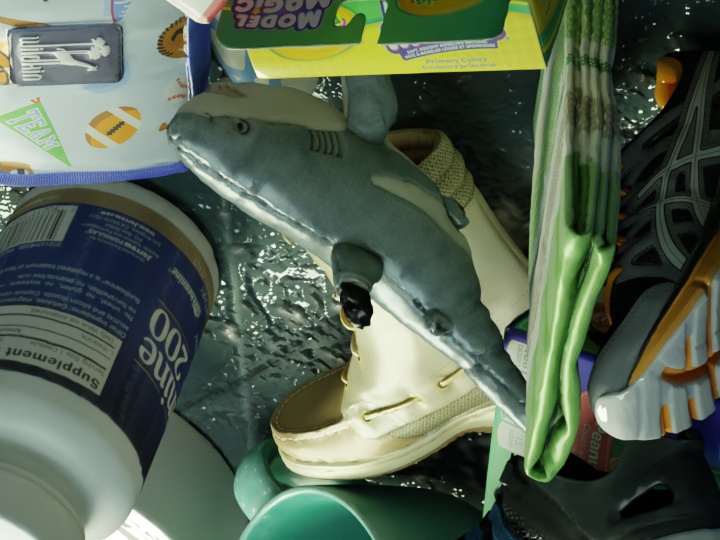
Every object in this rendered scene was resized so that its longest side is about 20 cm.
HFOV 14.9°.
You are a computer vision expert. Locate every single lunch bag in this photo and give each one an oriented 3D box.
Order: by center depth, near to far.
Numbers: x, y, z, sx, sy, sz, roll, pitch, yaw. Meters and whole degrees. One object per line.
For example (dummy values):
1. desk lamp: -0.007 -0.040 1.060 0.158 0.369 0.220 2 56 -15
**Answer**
1. lunch bag: -0.154 -0.132 1.139 0.199 0.124 0.170 22 143 15

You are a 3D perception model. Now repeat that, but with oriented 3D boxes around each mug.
1. mug: 0.016 0.169 1.386 0.114 0.186 0.152 5 167 -38

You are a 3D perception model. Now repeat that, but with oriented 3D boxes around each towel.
1. towel: 0.089 -0.036 1.115 0.030 0.201 0.150 4 138 0

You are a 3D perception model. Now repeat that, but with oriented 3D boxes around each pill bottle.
1. pill bottle: -0.145 0.060 1.301 0.110 0.201 0.111 11 138 10

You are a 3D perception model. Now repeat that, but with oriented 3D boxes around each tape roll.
1. tape roll: -0.164 0.141 1.494 0.201 0.071 0.203 10 137 9

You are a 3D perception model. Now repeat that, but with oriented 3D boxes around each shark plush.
1. shark plush: 0.000 0.000 1.153 0.091 0.083 0.201 -28 101 30

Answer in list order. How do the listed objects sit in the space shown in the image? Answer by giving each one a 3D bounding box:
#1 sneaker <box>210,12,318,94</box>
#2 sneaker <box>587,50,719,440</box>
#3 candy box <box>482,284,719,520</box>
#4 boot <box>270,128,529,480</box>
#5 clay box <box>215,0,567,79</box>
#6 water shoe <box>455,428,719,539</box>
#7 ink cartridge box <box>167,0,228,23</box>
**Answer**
1. sneaker: -0.034 -0.140 1.148 0.072 0.072 0.201 0 139 8
2. sneaker: 0.130 -0.014 1.128 0.077 0.200 0.079 17 142 18
3. candy box: 0.155 0.115 1.197 0.199 0.077 0.170 18 120 24
4. boot: 0.003 0.017 1.297 0.199 0.073 0.156 -18 124 40
5. clay box: 0.027 -0.136 1.028 0.114 0.201 0.048 0 135 22
6. water shoe: 0.078 0.116 1.169 0.071 0.079 0.199 8 160 -44
7. ink cartridge box: -0.023 -0.209 0.972 0.084 0.200 0.144 34 137 -11
